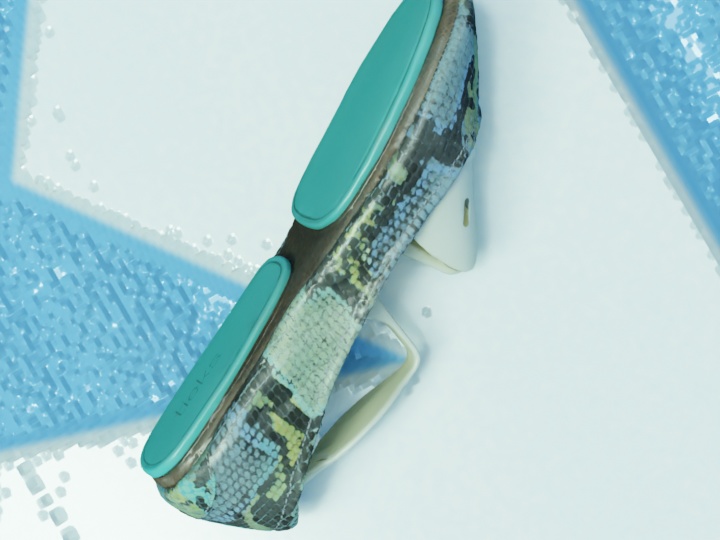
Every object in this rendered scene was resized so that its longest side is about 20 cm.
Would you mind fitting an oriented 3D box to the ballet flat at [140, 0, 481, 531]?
[{"bbox_3d":[0.000,0.000,0.989,0.074,0.074,0.201,32,96,5],"label":"ballet flat"}]
